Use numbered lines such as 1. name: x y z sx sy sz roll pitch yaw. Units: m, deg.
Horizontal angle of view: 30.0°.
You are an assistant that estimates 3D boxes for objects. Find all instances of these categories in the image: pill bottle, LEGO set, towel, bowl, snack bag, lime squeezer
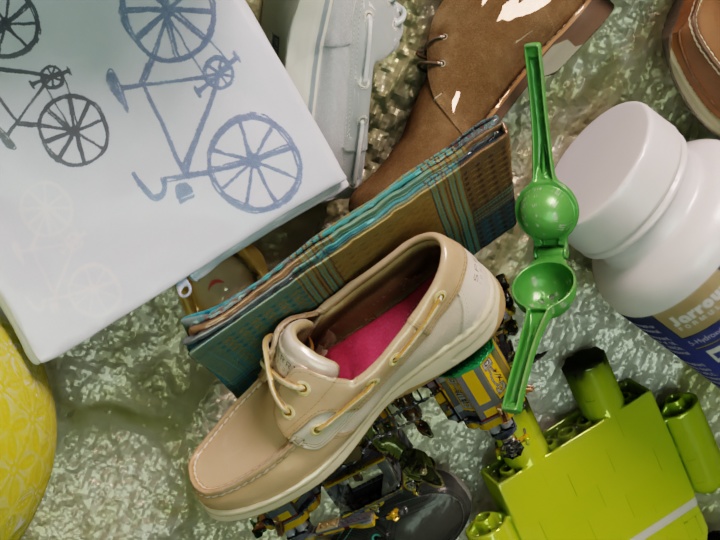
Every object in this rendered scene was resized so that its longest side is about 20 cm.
1. pill bottle: 0.211 -0.007 0.809 0.199 0.120 0.120 34 100 -20
2. LEGO set: 0.028 0.101 0.796 0.199 0.154 0.116 -31 113 4
3. towel: 0.000 0.000 0.743 0.199 0.147 0.022 -34 71 -4
4. bowl: -0.229 0.045 0.716 0.200 0.200 0.108 46 72 -22
5. snack bag: -0.130 -0.073 0.690 0.199 0.021 0.189 -33 100 -13
6. lime squeezer: 0.094 -0.018 0.736 0.070 0.037 0.202 20 71 -49

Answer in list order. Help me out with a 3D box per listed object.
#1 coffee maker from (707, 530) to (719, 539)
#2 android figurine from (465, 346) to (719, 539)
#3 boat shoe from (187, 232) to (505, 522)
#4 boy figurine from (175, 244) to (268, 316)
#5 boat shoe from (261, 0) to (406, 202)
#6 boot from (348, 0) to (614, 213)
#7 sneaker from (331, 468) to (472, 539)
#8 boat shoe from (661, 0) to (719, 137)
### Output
1. coffee maker: 0.297 0.300 0.945 0.199 0.135 0.192 25 126 -17
2. android figurine: 0.158 0.157 0.886 0.181 0.041 0.201 -28 107 -12
3. boat shoe: -0.019 0.050 0.705 0.200 0.074 0.069 -40 136 2
4. boy figurine: -0.113 -0.041 0.762 0.124 0.064 0.201 -27 109 -4
5. boat shoe: -0.014 -0.133 0.752 0.071 0.070 0.203 0 114 -22
6. boot: 0.052 -0.106 0.769 0.075 0.074 0.200 44 82 -10
7. sneaker: -0.005 0.208 0.864 0.200 0.079 0.076 -39 111 2
8. boat shoe: 0.264 -0.101 0.800 0.199 0.074 0.076 34 64 -26
